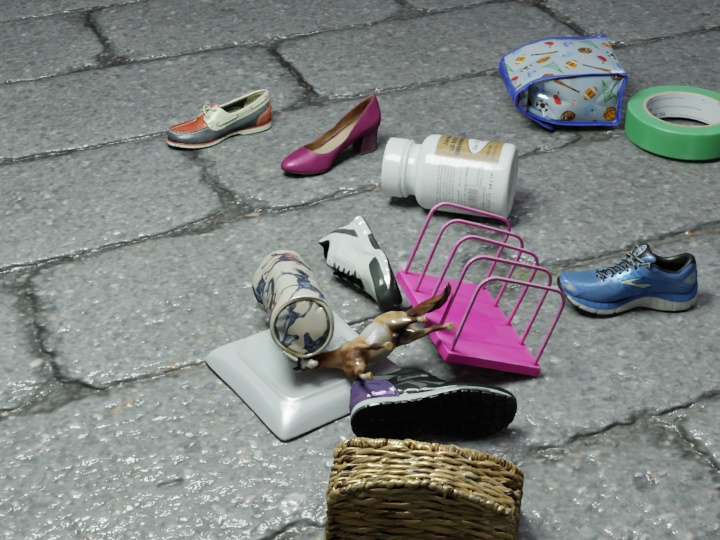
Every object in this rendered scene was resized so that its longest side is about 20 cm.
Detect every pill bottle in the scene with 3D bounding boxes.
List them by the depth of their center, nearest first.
[{"bbox_3d":[0.137,-0.148,1.901,0.197,0.116,0.115,8,32,13],"label":"pill bottle"}]

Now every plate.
[{"bbox_3d":[-0.066,0.116,1.552,0.198,0.033,0.199,-19,36,-29],"label":"plate"}]

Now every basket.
[{"bbox_3d":[0.068,0.223,1.274,0.197,0.145,0.150,6,33,8],"label":"basket"}]

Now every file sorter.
[{"bbox_3d":[0.156,0.019,1.587,0.137,0.127,0.201,11,26,-24],"label":"file sorter"}]

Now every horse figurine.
[{"bbox_3d":[0.029,0.083,1.502,0.199,0.050,0.132,-32,13,-28],"label":"horse figurine"}]

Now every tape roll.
[{"bbox_3d":[0.557,-0.256,2.134,0.197,0.049,0.201,1,31,0],"label":"tape roll"}]

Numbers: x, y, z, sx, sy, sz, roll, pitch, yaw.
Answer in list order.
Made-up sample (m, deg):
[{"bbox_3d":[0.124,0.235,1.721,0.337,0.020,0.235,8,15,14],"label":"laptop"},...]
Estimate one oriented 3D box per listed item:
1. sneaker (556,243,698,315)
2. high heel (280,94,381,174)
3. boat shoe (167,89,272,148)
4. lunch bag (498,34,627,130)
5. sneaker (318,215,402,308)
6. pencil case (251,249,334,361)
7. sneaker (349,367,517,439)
[{"bbox_3d":[0.363,0.003,1.685,0.197,0.090,0.079,-4,30,-7],"label":"sneaker"},{"bbox_3d":[-0.051,-0.225,2.040,0.199,0.097,0.067,-25,40,-35],"label":"high heel"},{"bbox_3d":[-0.242,-0.260,2.128,0.198,0.063,0.071,-18,38,-25],"label":"boat shoe"},{"bbox_3d":[0.352,-0.332,2.194,0.197,0.125,0.171,-1,32,-5],"label":"lunch bag"},{"bbox_3d":[0.000,0.000,1.720,0.079,0.074,0.200,-22,32,-6],"label":"sneaker"},{"bbox_3d":[-0.086,0.043,1.548,0.077,0.091,0.200,17,13,-17],"label":"pencil case"},{"bbox_3d":[0.085,0.144,1.462,0.197,0.077,0.088,-1,35,-2],"label":"sneaker"}]
